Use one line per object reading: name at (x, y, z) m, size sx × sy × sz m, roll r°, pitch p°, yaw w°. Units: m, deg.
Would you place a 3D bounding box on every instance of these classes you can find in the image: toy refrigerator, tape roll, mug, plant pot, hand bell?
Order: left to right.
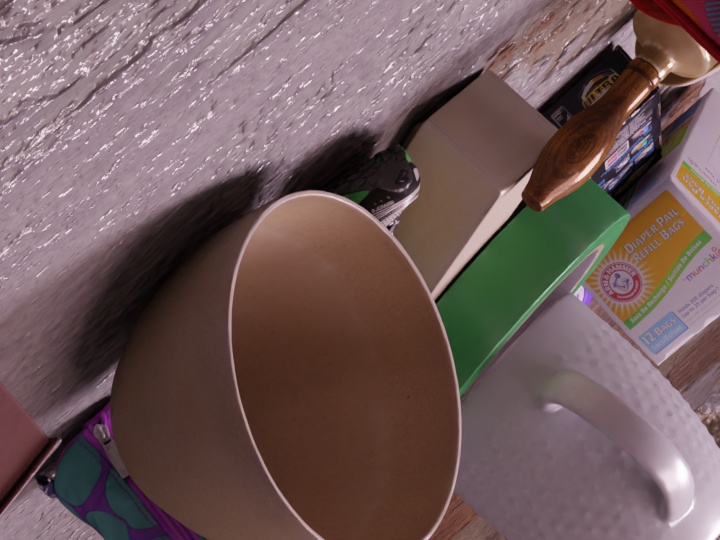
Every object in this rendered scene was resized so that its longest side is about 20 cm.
plant pot at (-0.056, 0.071, 1.506) m, size 0.134 × 0.202 × 0.200 m, roll -17°, pitch -176°, yaw 35°
toy refrigerator at (0.038, -0.026, 1.688) m, size 0.076 × 0.070 × 0.200 m, roll -40°, pitch 169°, yaw -43°
tape roll at (0.090, 0.024, 1.780) m, size 0.201 × 0.048 × 0.200 m, roll -48°, pitch 173°, yaw -8°
mug at (0.153, 0.119, 1.763) m, size 0.148 × 0.175 × 0.200 m, roll -46°, pitch 172°, yaw -14°
hand bell at (0.161, -0.110, 1.629) m, size 0.200 × 0.104 × 0.104 m, roll -48°, pitch 170°, yaw -20°

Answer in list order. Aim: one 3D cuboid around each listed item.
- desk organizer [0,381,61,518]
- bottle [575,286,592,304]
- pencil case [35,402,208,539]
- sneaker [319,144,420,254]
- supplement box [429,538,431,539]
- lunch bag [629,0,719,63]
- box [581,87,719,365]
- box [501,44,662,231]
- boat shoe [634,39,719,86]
desk organizer at (-0.239, 0.127, 1.314) m, size 0.071 × 0.077 × 0.200 m, roll -7°, pitch -142°, yaw 50°
bottle at (0.090, 0.046, 2.071) m, size 0.200 × 0.065 × 0.084 m, roll -36°, pitch 165°, yaw -28°
pencil case at (-0.095, 0.160, 1.581) m, size 0.085 × 0.200 × 0.093 m, roll -41°, pitch 147°, yaw -7°
sneaker at (0.000, 0.000, 1.614) m, size 0.078 × 0.085 × 0.200 m, roll -35°, pitch 164°, yaw -31°
supplement box at (-0.009, 0.244, 2.102) m, size 0.131 × 0.200 × 0.103 m, roll -38°, pitch 167°, yaw -17°
lunch bag at (0.164, -0.186, 1.261) m, size 0.082 × 0.200 × 0.176 m, roll -36°, pitch 166°, yaw -45°
box at (0.238, -0.034, 2.039) m, size 0.112 × 0.101 × 0.200 m, roll -42°, pitch -174°, yaw 26°
box at (0.122, -0.048, 1.907) m, size 0.200 × 0.050 × 0.199 m, roll -43°, pitch 168°, yaw -2°
boat shoe at (0.261, -0.194, 1.806) m, size 0.200 × 0.071 × 0.069 m, roll -45°, pitch 165°, yaw 5°
